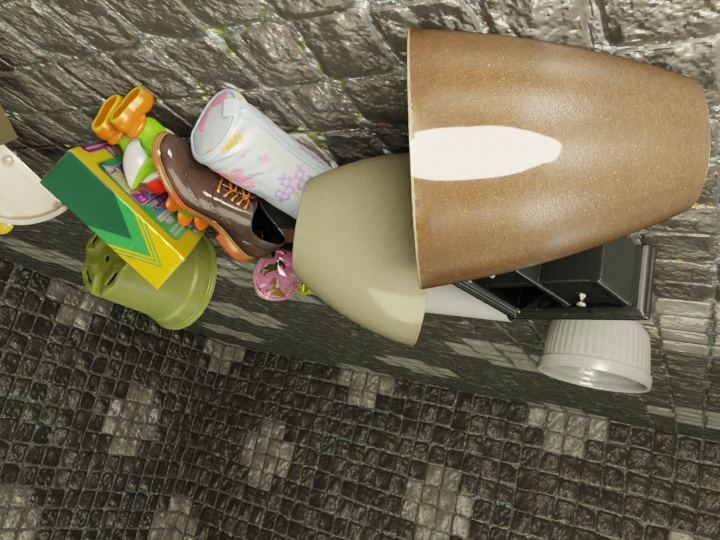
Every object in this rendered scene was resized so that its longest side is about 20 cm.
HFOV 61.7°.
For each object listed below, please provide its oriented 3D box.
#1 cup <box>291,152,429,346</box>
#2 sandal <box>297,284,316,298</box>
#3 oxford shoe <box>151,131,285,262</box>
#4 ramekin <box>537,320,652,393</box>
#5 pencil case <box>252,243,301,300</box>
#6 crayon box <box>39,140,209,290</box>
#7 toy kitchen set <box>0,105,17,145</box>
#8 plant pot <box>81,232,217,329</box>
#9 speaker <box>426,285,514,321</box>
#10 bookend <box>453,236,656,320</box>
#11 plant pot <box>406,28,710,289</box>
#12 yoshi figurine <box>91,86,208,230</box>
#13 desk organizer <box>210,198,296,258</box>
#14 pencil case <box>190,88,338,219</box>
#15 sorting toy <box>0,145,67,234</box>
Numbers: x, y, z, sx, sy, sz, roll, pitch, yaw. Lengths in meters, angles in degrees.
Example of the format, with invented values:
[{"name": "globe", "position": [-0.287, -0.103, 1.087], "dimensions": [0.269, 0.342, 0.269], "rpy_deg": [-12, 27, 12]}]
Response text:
[{"name": "cup", "position": [0.004, -0.035, 0.643], "dimensions": [0.139, 0.206, 0.201], "rpy_deg": [10, 165, 1]}, {"name": "sandal", "position": [-0.116, 0.015, 1.214], "dimensions": [0.086, 0.081, 0.198], "rpy_deg": [6, 162, 44]}, {"name": "oxford shoe", "position": [-0.158, -0.089, 0.701], "dimensions": [0.071, 0.073, 0.200], "rpy_deg": [-9, 143, 27]}, {"name": "ramekin", "position": [0.429, 0.146, 1.099], "dimensions": [0.194, 0.108, 0.201], "rpy_deg": [13, 166, 3]}, {"name": "pencil case", "position": [-0.133, -0.006, 1.019], "dimensions": [0.080, 0.089, 0.200], "rpy_deg": [0, -170, -3]}, {"name": "crayon box", "position": [-0.286, -0.080, 0.772], "dimensions": [0.173, 0.058, 0.200], "rpy_deg": [47, -173, -15]}, {"name": "toy kitchen set", "position": [-0.535, -0.207, 0.669], "dimensions": [0.166, 0.198, 0.180], "rpy_deg": [58, 158, -2]}, {"name": "plant pot", "position": [-0.401, -0.004, 1.120], "dimensions": [0.196, 0.206, 0.183], "rpy_deg": [4, 170, 33]}, {"name": "speaker", "position": [0.164, 0.036, 1.003], "dimensions": [0.196, 0.083, 0.081], "rpy_deg": [5, 163, 34]}, {"name": "bookend", "position": [0.224, -0.013, 0.742], "dimensions": [0.196, 0.095, 0.197], "rpy_deg": [27, 160, -38]}, {"name": "plant pot", "position": [0.137, -0.087, 0.446], "dimensions": [0.194, 0.193, 0.187], "rpy_deg": [-3, 163, 8]}, {"name": "yoshi figurine", "position": [-0.221, -0.144, 0.753], "dimensions": [0.111, 0.114, 0.200], "rpy_deg": [-32, 131, 12]}, {"name": "desk organizer", "position": [-0.097, -0.064, 0.840], "dimensions": [0.194, 0.073, 0.078], "rpy_deg": [4, 148, 16]}, {"name": "pencil case", "position": [-0.095, -0.119, 0.686], "dimensions": [0.089, 0.085, 0.198], "rpy_deg": [-3, 157, 43]}, {"name": "sorting toy", "position": [-0.560, -0.153, 0.933], "dimensions": [0.201, 0.107, 0.180], "rpy_deg": [50, 175, -27]}]
